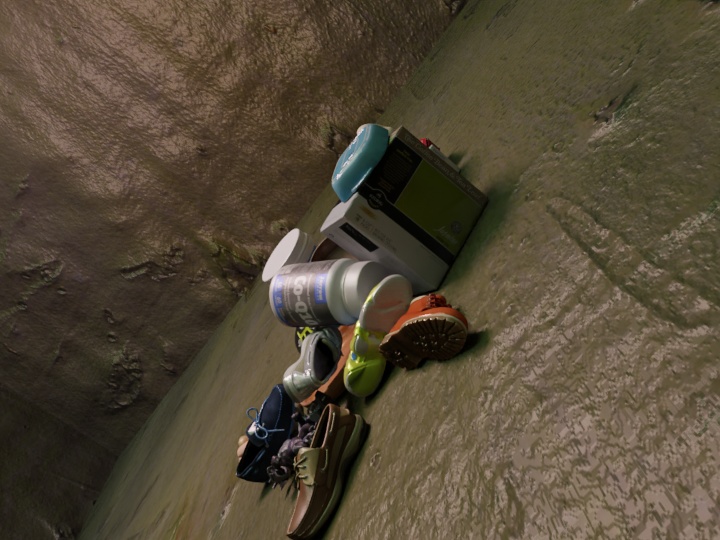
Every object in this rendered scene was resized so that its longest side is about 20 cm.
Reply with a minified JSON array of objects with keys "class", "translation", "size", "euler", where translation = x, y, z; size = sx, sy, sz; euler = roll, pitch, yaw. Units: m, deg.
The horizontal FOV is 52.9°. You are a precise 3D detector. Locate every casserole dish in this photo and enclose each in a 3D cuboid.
[{"class":"casserole dish","translation":[-0.004,-0.189,1.223],"size":[0.121,0.039,0.200],"euler":[-49,14,22]}]

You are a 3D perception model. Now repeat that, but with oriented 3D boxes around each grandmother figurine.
[{"class":"grandmother figurine","translation":[-0.167,0.307,1.362],"size":[0.200,0.060,0.122],"euler":[-48,45,36]}]

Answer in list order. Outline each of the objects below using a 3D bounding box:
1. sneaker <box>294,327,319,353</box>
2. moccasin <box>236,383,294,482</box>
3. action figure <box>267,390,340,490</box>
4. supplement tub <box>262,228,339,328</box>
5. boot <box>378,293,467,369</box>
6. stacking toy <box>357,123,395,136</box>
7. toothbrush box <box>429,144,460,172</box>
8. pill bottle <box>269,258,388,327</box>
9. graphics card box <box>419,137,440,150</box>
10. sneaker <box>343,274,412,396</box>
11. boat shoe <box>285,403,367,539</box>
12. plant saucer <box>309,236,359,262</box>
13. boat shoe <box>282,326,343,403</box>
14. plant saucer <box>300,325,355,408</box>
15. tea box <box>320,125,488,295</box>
[{"class":"sneaker","translation":[-0.084,0.103,1.612],"size":[0.075,0.076,0.202],"euler":[39,111,44]},{"class":"moccasin","translation":[-0.168,0.292,1.267],"size":[0.080,0.068,0.202],"euler":[40,118,56]},{"class":"action figure","translation":[-0.097,0.279,1.178],"size":[0.200,0.069,0.131],"euler":[-47,19,41]},{"class":"supplement tub","translation":[-0.085,0.022,1.478],"size":[0.132,0.199,0.132],"euler":[-44,23,25]},{"class":"boot","translation":[0.100,0.068,1.012],"size":[0.108,0.075,0.200],"euler":[-54,10,-24]},{"class":"stacking toy","translation":[0.028,-0.183,1.477],"size":[0.147,0.145,0.201],"euler":[-78,13,-62]},{"class":"toothbrush box","translation":[0.105,-0.140,1.502],"size":[0.145,0.086,0.201],"euler":[-35,24,54]},{"class":"pill bottle","translation":[-0.052,0.039,1.248],"size":[0.199,0.114,0.114],"euler":[-6,43,39]},{"class":"graphics card box","translation":[0.075,-0.244,1.635],"size":[0.198,0.051,0.125],"euler":[-9,-4,18]},{"class":"sneaker","translation":[0.022,0.096,1.153],"size":[0.105,0.075,0.202],"euler":[-112,46,-83]},{"class":"boat shoe","translation":[-0.061,0.280,1.023],"size":[0.076,0.074,0.201],"euler":[-39,19,50]},{"class":"plant saucer","translation":[0.000,0.000,1.378],"size":[0.201,0.199,0.035],"euler":[-60,-25,-26]},{"class":"boat shoe","translation":[-0.065,0.148,1.211],"size":[0.064,0.075,0.202],"euler":[-28,8,25]},{"class":"plant saucer","translation":[-0.039,0.169,1.323],"size":[0.201,0.037,0.200],"euler":[-51,14,17]},{"class":"tea box","translation":[0.074,-0.096,1.237],"size":[0.198,0.199,0.133],"euler":[-56,12,-18]}]
